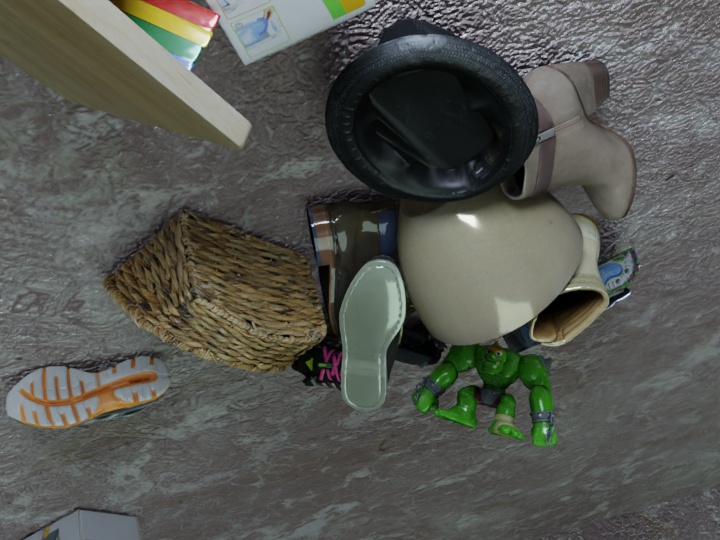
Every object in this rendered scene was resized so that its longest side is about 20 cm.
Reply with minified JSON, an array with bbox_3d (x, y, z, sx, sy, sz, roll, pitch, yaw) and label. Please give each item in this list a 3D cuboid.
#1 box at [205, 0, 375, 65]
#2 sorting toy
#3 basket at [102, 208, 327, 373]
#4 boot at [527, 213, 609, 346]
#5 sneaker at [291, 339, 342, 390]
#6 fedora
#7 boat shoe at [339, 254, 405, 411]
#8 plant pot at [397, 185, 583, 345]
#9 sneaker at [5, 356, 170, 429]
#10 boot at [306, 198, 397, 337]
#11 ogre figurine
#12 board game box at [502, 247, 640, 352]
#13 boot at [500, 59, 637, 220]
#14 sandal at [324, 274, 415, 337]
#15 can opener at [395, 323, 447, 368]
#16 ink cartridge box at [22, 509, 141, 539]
[{"bbox_3d":[-0.076,-0.246,0.539,0.101,0.113,0.200,-23,149,5],"label":"box"},{"bbox_3d":[-0.184,-0.170,0.552,0.200,0.198,0.070,37,75,-54],"label":"sorting toy"},{"bbox_3d":[-0.154,0.051,0.951,0.149,0.144,0.199,-36,145,27],"label":"basket"},{"bbox_3d":[0.178,0.028,0.972,0.199,0.156,0.073,-24,118,22],"label":"boot"},{"bbox_3d":[-0.035,0.126,1.148,0.087,0.074,0.200,8,178,-24],"label":"sneaker"},{"bbox_3d":[0.062,-0.150,0.773,0.199,0.092,0.201,0,144,0],"label":"fedora"},{"bbox_3d":[0.013,0.064,0.990,0.071,0.061,0.203,11,122,4],"label":"boat shoe"},{"bbox_3d":[0.115,-0.040,0.928,0.199,0.201,0.135,-30,119,20],"label":"plant pot"},{"bbox_3d":[-0.341,0.163,1.105,0.198,0.079,0.077,-5,157,-18],"label":"sneaker"},{"bbox_3d":[0.000,0.000,0.995,0.096,0.075,0.201,-13,138,-4],"label":"boot"},{"bbox_3d":[0.177,0.159,1.194,0.199,0.121,0.098,6,163,41],"label":"ogre figurine"},{"bbox_3d":[0.280,0.045,1.165,0.199,0.062,0.200,-27,172,6],"label":"board game box"},{"bbox_3d":[0.199,-0.109,0.868,0.146,0.070,0.201,-34,119,-27],"label":"boot"},{"bbox_3d":[0.011,0.036,1.110,0.081,0.055,0.200,13,153,-32],"label":"sandal"},{"bbox_3d":[0.068,0.106,1.196,0.078,0.064,0.200,-31,167,11],"label":"can opener"},{"bbox_3d":[-0.511,0.509,1.563,0.199,0.088,0.145,-30,148,23],"label":"ink cartridge box"}]
